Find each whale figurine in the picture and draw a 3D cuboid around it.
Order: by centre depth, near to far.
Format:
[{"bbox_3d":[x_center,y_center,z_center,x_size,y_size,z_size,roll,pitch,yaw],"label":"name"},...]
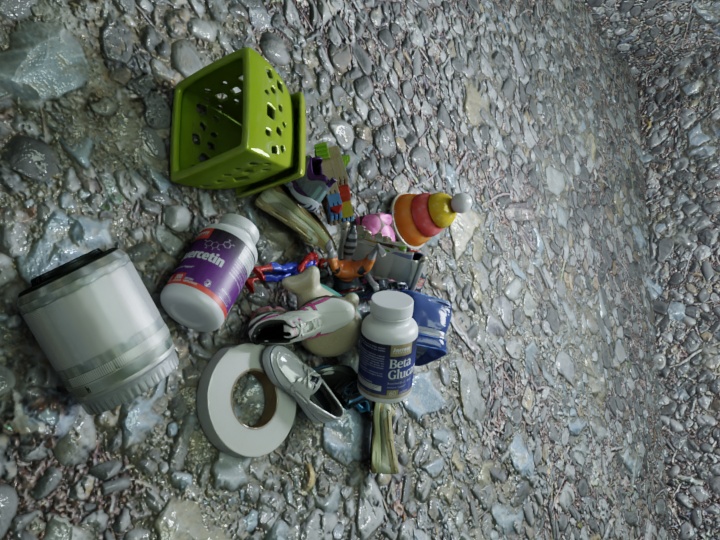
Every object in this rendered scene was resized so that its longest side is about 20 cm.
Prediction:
[{"bbox_3d":[-0.077,0.072,1.279,0.200,0.159,0.104,60,12,-26],"label":"whale figurine"}]

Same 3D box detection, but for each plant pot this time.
[{"bbox_3d":[-0.209,-0.249,1.180,0.181,0.199,0.200,19,64,-50],"label":"plant pot"}]

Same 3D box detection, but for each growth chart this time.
[{"bbox_3d":[0.043,-0.026,1.372,0.199,0.145,0.018,22,47,-1],"label":"growth chart"}]

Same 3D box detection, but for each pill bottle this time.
[{"bbox_3d":[-0.250,-0.002,1.117,0.112,0.112,0.201,46,48,-29],"label":"pill bottle"},{"bbox_3d":[0.054,0.146,1.261,0.111,0.111,0.201,-25,126,-49],"label":"pill bottle"}]

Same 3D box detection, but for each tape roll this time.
[{"bbox_3d":[-0.200,0.230,1.164,0.202,0.037,0.204,16,68,-45],"label":"tape roll"}]

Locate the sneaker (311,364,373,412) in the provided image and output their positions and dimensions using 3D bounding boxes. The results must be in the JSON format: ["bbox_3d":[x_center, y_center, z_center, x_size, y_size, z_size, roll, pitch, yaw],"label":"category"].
[{"bbox_3d":[-0.035,0.239,1.318,0.200,0.073,0.082,21,64,-43],"label":"sneaker"}]

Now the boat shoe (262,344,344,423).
[{"bbox_3d":[-0.100,0.207,1.206,0.200,0.065,0.074,50,46,-28],"label":"boat shoe"}]

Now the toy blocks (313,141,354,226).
[{"bbox_3d":[-0.053,-0.158,1.344,0.099,0.200,0.137,-14,74,-7],"label":"toy blocks"}]

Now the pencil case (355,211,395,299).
[{"bbox_3d":[0.045,-0.032,1.481,0.093,0.091,0.201,6,77,-48],"label":"pencil case"}]

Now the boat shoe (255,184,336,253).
[{"bbox_3d":[-0.126,-0.097,1.320,0.201,0.063,0.073,44,10,-37],"label":"boat shoe"}]

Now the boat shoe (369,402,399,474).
[{"bbox_3d":[0.056,0.327,1.380,0.073,0.063,0.202,95,-1,-73],"label":"boat shoe"}]

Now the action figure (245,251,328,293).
[{"bbox_3d":[-0.135,0.002,1.284,0.052,0.066,0.200,49,38,18],"label":"action figure"}]

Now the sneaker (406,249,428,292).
[{"bbox_3d":[0.120,0.044,1.542,0.075,0.084,0.201,12,70,-46],"label":"sneaker"}]

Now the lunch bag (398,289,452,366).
[{"bbox_3d":[0.105,0.141,1.421,0.135,0.200,0.133,16,67,-11],"label":"lunch bag"}]

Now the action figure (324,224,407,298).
[{"bbox_3d":[0.000,0.000,1.355,0.199,0.194,0.105,-7,59,-16],"label":"action figure"}]

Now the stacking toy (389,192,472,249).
[{"bbox_3d":[0.183,-0.140,1.580,0.146,0.199,0.147,16,67,-44],"label":"stacking toy"}]

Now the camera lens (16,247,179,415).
[{"bbox_3d":[-0.369,0.079,0.922,0.160,0.160,0.201,-39,108,-47],"label":"camera lens"}]

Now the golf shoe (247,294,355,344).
[{"bbox_3d":[-0.106,0.101,1.185,0.092,0.199,0.073,-98,176,-67],"label":"golf shoe"}]

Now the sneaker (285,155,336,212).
[{"bbox_3d":[-0.116,-0.204,1.268,0.200,0.088,0.074,53,15,30],"label":"sneaker"}]
